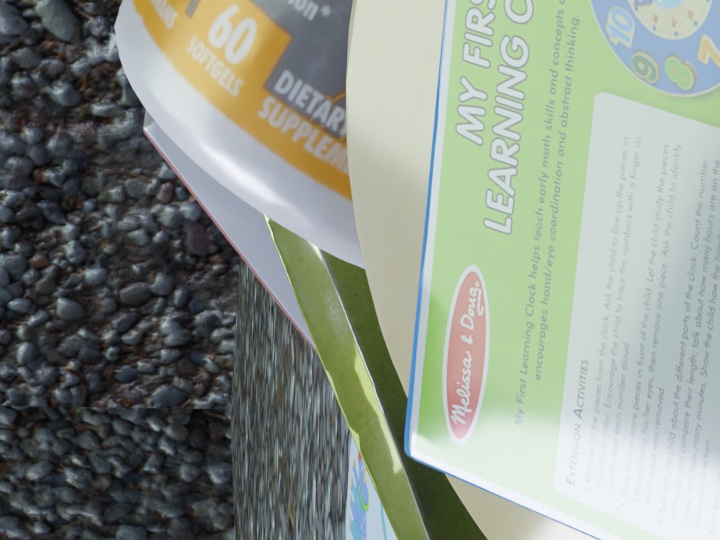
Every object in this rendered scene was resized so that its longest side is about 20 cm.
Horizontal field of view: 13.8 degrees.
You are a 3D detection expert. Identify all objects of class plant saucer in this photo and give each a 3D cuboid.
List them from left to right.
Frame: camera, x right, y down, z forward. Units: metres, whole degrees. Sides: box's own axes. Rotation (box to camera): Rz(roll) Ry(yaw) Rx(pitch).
[{"bbox_3d":[0.000,0.000,0.790,0.200,0.031,0.201,158,90,-85],"label":"plant saucer"}]

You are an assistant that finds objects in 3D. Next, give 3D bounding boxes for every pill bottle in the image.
[{"bbox_3d":[0.040,-0.103,0.631,0.200,0.116,0.116,-59,17,20],"label":"pill bottle"}]

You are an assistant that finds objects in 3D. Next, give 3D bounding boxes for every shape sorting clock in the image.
[{"bbox_3d":[0.070,-0.015,0.528,0.200,0.039,0.201,14,112,40],"label":"shape sorting clock"}]

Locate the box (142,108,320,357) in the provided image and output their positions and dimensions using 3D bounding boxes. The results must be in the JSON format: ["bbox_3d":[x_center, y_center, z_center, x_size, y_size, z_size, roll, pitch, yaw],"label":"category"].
[{"bbox_3d":[0.003,-0.069,1.022,0.125,0.097,0.200,53,-164,-22],"label":"box"}]

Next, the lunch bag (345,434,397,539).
[{"bbox_3d":[0.041,0.092,1.075,0.161,0.082,0.201,-98,11,-66],"label":"lunch bag"}]
